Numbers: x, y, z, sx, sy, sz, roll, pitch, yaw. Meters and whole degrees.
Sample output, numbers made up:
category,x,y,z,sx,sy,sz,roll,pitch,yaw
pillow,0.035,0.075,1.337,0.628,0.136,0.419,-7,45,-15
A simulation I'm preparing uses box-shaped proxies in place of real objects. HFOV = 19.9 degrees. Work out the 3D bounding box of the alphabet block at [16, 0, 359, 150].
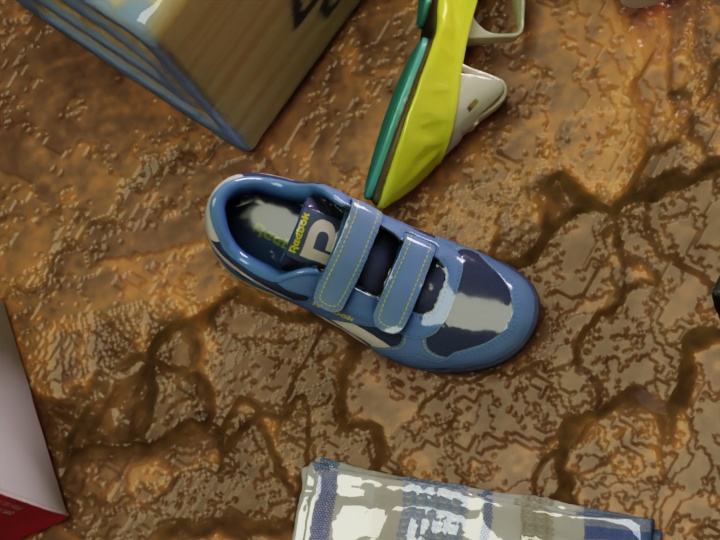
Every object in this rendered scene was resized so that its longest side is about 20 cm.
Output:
category,x,y,z,sx,sy,sz,roll,pitch,yaw
alphabet block,-0.099,-0.217,1.141,0.195,0.196,0.200,33,85,18

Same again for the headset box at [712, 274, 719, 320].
category,x,y,z,sx,sy,sz,roll,pitch,yaw
headset box,0.284,-0.019,1.058,0.149,0.077,0.200,25,83,19

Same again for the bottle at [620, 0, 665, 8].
category,x,y,z,sx,sy,sz,roll,pitch,yaw
bottle,0.134,-0.245,1.152,0.084,0.065,0.200,-36,66,44

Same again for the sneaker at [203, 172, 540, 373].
category,x,y,z,sx,sy,sz,roll,pitch,yaw
sneaker,0.000,0.000,1.119,0.200,0.082,0.074,18,79,15

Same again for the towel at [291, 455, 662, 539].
category,x,y,z,sx,sy,sz,roll,pitch,yaw
towel,0.051,0.185,1.089,0.200,0.024,0.147,8,78,15

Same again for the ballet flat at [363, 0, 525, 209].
category,x,y,z,sx,sy,sz,roll,pitch,yaw
ballet flat,0.055,-0.125,1.152,0.067,0.067,0.200,14,77,-5

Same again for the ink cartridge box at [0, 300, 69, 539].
category,x,y,z,sx,sy,sz,roll,pitch,yaw
ink cartridge box,-0.293,0.099,1.130,0.200,0.145,0.145,-24,72,8
